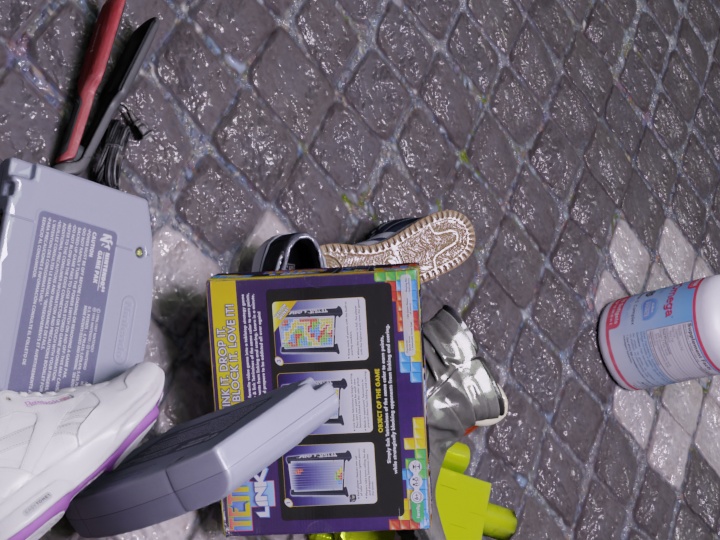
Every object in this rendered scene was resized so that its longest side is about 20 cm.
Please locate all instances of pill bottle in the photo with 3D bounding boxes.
[{"bbox_3d":[0.378,0.067,1.375,0.108,0.199,0.110,17,65,-41],"label":"pill bottle"}]

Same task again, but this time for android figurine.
[{"bbox_3d":[0.046,0.232,1.072,0.198,0.041,0.185,19,73,-25],"label":"android figurine"}]

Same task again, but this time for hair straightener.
[{"bbox_3d":[-0.192,-0.119,0.963,0.077,0.041,0.203,29,58,-36],"label":"hair straightener"}]

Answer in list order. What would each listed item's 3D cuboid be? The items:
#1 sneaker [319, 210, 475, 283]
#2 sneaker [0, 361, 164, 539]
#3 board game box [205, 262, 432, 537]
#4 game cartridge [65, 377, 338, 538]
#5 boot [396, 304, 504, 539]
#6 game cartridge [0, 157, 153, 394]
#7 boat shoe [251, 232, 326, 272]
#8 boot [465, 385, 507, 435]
[{"bbox_3d":[0.000,0.000,1.114,0.198,0.108,0.071,-20,94,-17],"label":"sneaker"},{"bbox_3d":[-0.204,0.102,0.804,0.100,0.075,0.200,44,36,3],"label":"sneaker"},{"bbox_3d":[-0.030,0.099,0.942,0.057,0.163,0.203,-51,138,-82],"label":"board game box"},{"bbox_3d":[-0.119,0.134,0.841,0.133,0.199,0.041,-26,92,-46],"label":"game cartridge"},{"bbox_3d":[0.070,0.140,1.023,0.129,0.068,0.203,-21,91,-16],"label":"boot"},{"bbox_3d":[-0.215,0.034,0.875,0.132,0.041,0.203,17,75,-38],"label":"game cartridge"},{"bbox_3d":[-0.055,0.069,1.000,0.071,0.068,0.203,6,84,-25],"label":"boat shoe"},{"bbox_3d":[0.042,0.101,1.088,0.199,0.107,0.076,23,64,-36],"label":"boot"}]
